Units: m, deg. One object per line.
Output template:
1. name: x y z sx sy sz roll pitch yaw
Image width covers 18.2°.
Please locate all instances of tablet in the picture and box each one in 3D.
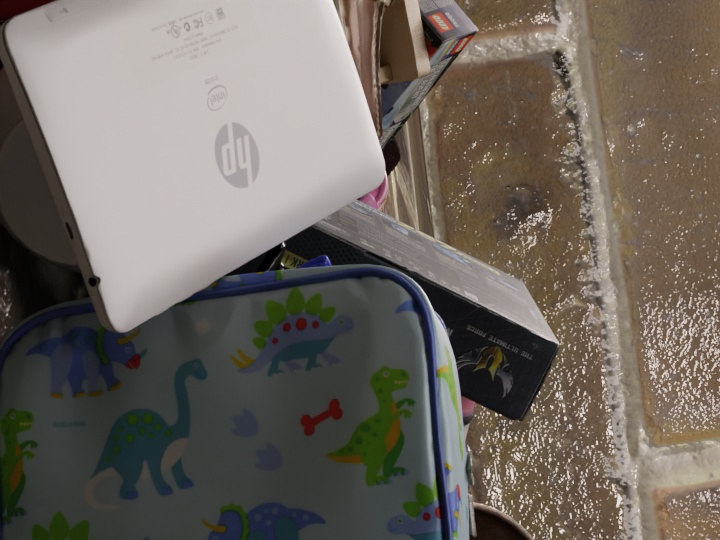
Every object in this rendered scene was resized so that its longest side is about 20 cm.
1. tablet: -0.063 -0.067 0.944 0.200 0.014 0.131 -31 106 -49

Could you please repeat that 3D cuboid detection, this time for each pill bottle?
1. pill bottle: -0.111 -0.066 1.021 0.200 0.110 0.112 -80 160 -71

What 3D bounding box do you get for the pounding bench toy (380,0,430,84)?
1. pounding bench toy: -0.093 -0.147 1.279 0.156 0.199 0.125 -24 106 -49

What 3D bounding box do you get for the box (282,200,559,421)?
1. box: 0.000 0.000 1.188 0.051 0.199 0.158 -62 -171 10

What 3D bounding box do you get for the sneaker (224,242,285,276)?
1. sneaker: -0.048 0.030 1.063 0.073 0.112 0.200 -55 -176 -37

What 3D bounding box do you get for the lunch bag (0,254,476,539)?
1. lunch bag: -0.053 0.082 0.945 0.082 0.198 0.162 59 24 -73

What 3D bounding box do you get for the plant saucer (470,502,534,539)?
1. plant saucer: 0.031 0.220 1.186 0.199 0.036 0.203 -5 97 -43

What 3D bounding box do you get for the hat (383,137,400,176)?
1. hat: -0.065 -0.122 1.488 0.200 0.081 0.201 43 -23 23

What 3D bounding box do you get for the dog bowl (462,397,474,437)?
1. dog bowl: -0.022 0.050 1.237 0.074 0.199 0.200 -61 178 9

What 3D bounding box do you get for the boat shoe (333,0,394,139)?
1. boat shoe: -0.002 -0.163 1.158 0.076 0.071 0.202 -175 -101 -70

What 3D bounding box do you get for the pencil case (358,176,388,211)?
1. pencil case: -0.036 -0.019 1.493 0.200 0.086 0.083 108 -10 -64

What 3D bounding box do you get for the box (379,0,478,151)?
1. box: -0.035 -0.169 1.355 0.040 0.137 0.200 -23 70 -48

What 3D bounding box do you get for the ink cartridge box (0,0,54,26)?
1. ink cartridge box: -0.151 -0.214 0.978 0.176 0.083 0.202 -80 161 -70
